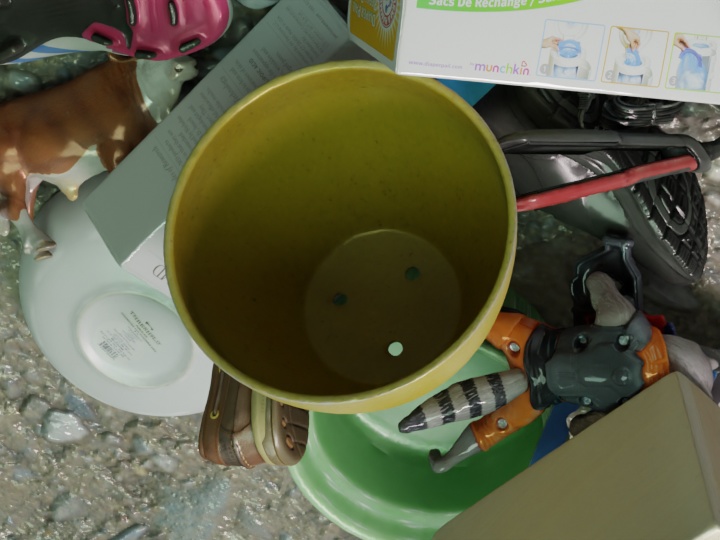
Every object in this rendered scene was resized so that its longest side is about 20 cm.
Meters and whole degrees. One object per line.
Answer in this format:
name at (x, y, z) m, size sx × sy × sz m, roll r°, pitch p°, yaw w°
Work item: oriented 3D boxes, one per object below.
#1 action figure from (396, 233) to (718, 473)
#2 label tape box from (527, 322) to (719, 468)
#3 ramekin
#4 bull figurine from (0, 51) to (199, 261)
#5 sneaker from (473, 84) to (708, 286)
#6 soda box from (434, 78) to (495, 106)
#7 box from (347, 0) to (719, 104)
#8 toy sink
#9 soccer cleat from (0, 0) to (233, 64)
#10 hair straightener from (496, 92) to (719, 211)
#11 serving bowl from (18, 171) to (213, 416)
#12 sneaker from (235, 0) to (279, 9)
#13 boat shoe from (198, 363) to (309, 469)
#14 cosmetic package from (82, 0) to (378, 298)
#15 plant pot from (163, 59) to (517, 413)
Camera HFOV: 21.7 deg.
action figure at (0.127, 0.088, 1.160) m, size 0.191 × 0.105 × 0.202 m, roll -10°, pitch 98°, yaw 15°
label tape box at (0.218, 0.126, 1.241) m, size 0.198 × 0.063 × 0.145 m, roll 14°, pitch 104°, yaw -28°
ramekin at (0.049, 0.092, 1.299) m, size 0.198 × 0.098 × 0.202 m, roll 5°, pitch 127°, yaw 7°
bull figurine at (-0.174, -0.083, 1.225) m, size 0.198 × 0.065 × 0.123 m, roll -15°, pitch 85°, yaw 30°
sneaker at (0.145, -0.061, 1.196) m, size 0.200 × 0.076 × 0.090 m, roll 45°, pitch 135°, yaw -18°
soda box at (0.017, -0.192, 1.107) m, size 0.068 × 0.064 × 0.200 m, roll -42°, pitch 111°, yaw 0°
box at (0.103, -0.160, 1.046) m, size 0.198 × 0.113 × 0.102 m, roll 4°, pitch 105°, yaw -15°
toy sink at (0.154, 0.183, 1.117) m, size 0.199 × 0.131 × 0.112 m, roll -37°, pitch 121°, yaw 23°
soccer cleat at (-0.162, -0.169, 1.154) m, size 0.198 × 0.086 × 0.070 m, roll -1°, pitch 116°, yaw 22°
hair straightener at (0.158, -0.088, 1.123) m, size 0.041 × 0.198 × 0.078 m, roll -13°, pitch 90°, yaw 59°
serving bowl at (-0.150, 0.030, 1.314) m, size 0.198 × 0.066 × 0.202 m, roll 6°, pitch 127°, yaw 8°
sneaker at (-0.117, -0.238, 1.121) m, size 0.070 × 0.073 × 0.201 m, roll -16°, pitch 119°, yaw 43°
boat shoe at (-0.070, 0.036, 1.221) m, size 0.067 × 0.202 × 0.072 m, roll -9°, pitch 144°, yaw 17°
cosmetic package at (-0.063, -0.070, 1.156) m, size 0.200 × 0.074 × 0.101 m, roll -46°, pitch 139°, yaw 8°
plant pot at (0.000, 0.000, 1.088) m, size 0.198 × 0.202 × 0.142 m, roll -1°, pitch 160°, yaw 11°
